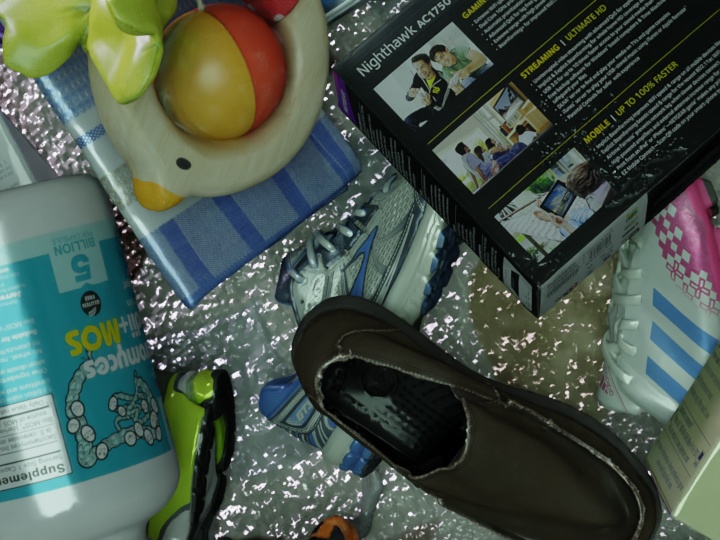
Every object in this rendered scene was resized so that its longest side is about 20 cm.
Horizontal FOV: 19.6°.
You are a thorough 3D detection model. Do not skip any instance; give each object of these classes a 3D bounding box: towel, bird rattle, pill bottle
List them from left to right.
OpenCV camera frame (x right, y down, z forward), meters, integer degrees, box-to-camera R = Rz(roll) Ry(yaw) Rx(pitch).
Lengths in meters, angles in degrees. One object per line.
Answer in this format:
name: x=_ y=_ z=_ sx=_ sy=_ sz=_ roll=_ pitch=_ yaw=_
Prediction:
pill bottle: x=-0.152 y=0.062 z=1.002 sx=0.110 sy=0.111 sz=0.201 roll=-14 pitch=93 yaw=8
towel: x=-0.091 y=-0.098 z=1.022 sx=0.024 sy=0.147 sz=0.201 roll=-25 pitch=100 yaw=46
bird rattle: x=-0.073 y=-0.119 z=0.980 sx=0.112 sy=0.200 sz=0.164 roll=7 pitch=119 yaw=42

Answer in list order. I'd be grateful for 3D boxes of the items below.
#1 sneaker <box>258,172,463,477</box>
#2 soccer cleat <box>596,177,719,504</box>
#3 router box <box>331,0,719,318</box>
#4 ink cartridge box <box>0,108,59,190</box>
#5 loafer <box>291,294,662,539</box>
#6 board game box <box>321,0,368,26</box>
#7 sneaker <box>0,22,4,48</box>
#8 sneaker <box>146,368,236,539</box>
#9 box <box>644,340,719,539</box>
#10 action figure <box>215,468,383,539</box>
sneaker: x=0.000 y=0.000 z=1.051 sx=0.085 sy=0.077 sz=0.201 roll=20 pitch=98 yaw=9
soccer cleat: x=0.150 y=0.023 z=1.035 sx=0.086 sy=0.070 sz=0.201 roll=-17 pitch=94 yaw=8
router box: x=0.108 y=-0.099 z=0.990 sx=0.200 sy=0.051 sz=0.149 roll=-40 pitch=73 yaw=-9
ink cartridge box: x=-0.234 y=-0.024 z=1.090 sx=0.160 sy=0.050 sz=0.201 roll=-28 pitch=90 yaw=12
loafer: x=0.051 y=0.088 z=0.994 sx=0.199 sy=0.071 sz=0.073 roll=28 pitch=108 yaw=-2
board game box: x=0.016 y=-0.219 z=1.044 sx=0.199 sy=0.035 sz=0.127 roll=-31 pitch=91 yaw=9
sneaker: x=-0.181 y=-0.154 z=1.057 sx=0.083 sy=0.081 sz=0.200 roll=-38 pitch=88 yaw=21
sneaker: x=-0.120 y=0.143 z=1.090 sx=0.080 sy=0.074 sz=0.201 roll=12 pitch=92 yaw=15
box: x=0.260 y=0.062 z=0.960 sx=0.175 sy=0.097 sz=0.201 roll=30 pitch=100 yaw=-5
action figure: x=0.003 y=0.196 z=1.001 sx=0.200 sy=0.193 sz=0.105 roll=36 pitch=139 yaw=24
